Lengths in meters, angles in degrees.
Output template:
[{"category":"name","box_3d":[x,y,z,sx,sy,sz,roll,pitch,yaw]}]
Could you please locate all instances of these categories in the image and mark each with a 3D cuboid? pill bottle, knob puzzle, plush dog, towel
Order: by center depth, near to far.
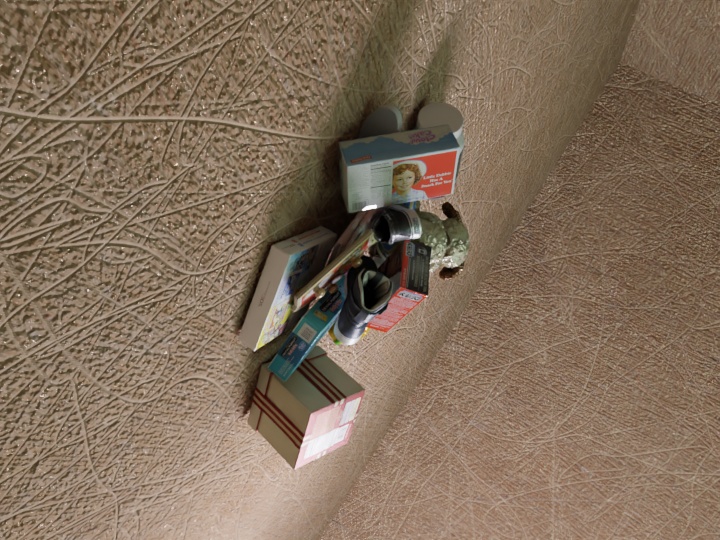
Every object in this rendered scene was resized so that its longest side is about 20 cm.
[{"category":"knob puzzle","box_3d":[-0.044,0.014,1.296,0.220,0.030,0.220,-43,175,-5]},{"category":"towel","box_3d":[-0.001,-0.078,1.394,0.191,0.032,0.200,-54,179,-23]},{"category":"pill bottle","box_3d":[0.161,-0.255,1.529,0.116,0.116,0.200,-50,161,-28]},{"category":"plush dog","box_3d":[0.160,-0.063,1.535,0.171,0.160,0.201,-3,98,-27]}]

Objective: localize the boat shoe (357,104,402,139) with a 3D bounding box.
[{"category":"boat shoe","box_3d":[0.042,-0.226,1.313,0.086,0.075,0.202,-42,159,-44]}]

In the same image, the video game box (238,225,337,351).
[{"category":"video game box","box_3d":[-0.130,0.029,1.295,0.182,0.047,0.200,-34,150,-63]}]

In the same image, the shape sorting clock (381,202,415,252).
[{"category":"shape sorting clock","box_3d":[0.071,-0.137,1.452,0.200,0.039,0.201,-170,-90,-71]}]

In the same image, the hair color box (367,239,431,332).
[{"category":"hair color box","box_3d":[0.069,0.034,1.419,0.200,0.064,0.111,132,-30,-55]}]

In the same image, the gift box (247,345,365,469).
[{"category":"gift box","box_3d":[-0.115,0.281,1.513,0.200,0.187,0.185,-10,129,-48]}]

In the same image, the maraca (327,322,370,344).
[{"category":"maraca","box_3d":[-0.022,0.092,1.622,0.137,0.107,0.200,-53,-169,23]}]

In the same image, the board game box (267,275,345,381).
[{"category":"board game box","box_3d":[-0.090,0.110,1.411,0.151,0.047,0.200,-54,177,31]}]

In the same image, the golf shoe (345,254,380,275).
[{"category":"golf shoe","box_3d":[0.000,0.000,1.566,0.075,0.091,0.200,-52,152,6]}]

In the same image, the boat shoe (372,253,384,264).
[{"category":"boat shoe","box_3d":[0.074,-0.037,1.729,0.200,0.072,0.071,-15,125,-80]}]

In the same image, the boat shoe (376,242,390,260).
[{"category":"boat shoe","box_3d":[0.096,-0.078,1.666,0.062,0.073,0.200,-37,-176,32]}]

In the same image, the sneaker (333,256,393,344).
[{"category":"sneaker","box_3d":[0.016,0.022,1.329,0.146,0.077,0.203,120,-13,-48]}]

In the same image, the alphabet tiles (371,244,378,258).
[{"category":"alphabet tiles","box_3d":[0.059,-0.049,1.770,0.167,0.008,0.200,-48,159,-32]}]

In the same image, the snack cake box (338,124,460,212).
[{"category":"snack cake box","box_3d":[0.065,-0.178,1.245,0.199,0.067,0.115,-11,141,-9]}]

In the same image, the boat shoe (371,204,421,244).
[{"category":"boat shoe","box_3d":[0.052,-0.079,1.315,0.200,0.068,0.072,-152,-130,-76]}]

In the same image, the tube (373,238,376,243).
[{"category":"tube","box_3d":[0.051,-0.104,1.594,0.052,0.058,0.200,-28,-178,43]}]
